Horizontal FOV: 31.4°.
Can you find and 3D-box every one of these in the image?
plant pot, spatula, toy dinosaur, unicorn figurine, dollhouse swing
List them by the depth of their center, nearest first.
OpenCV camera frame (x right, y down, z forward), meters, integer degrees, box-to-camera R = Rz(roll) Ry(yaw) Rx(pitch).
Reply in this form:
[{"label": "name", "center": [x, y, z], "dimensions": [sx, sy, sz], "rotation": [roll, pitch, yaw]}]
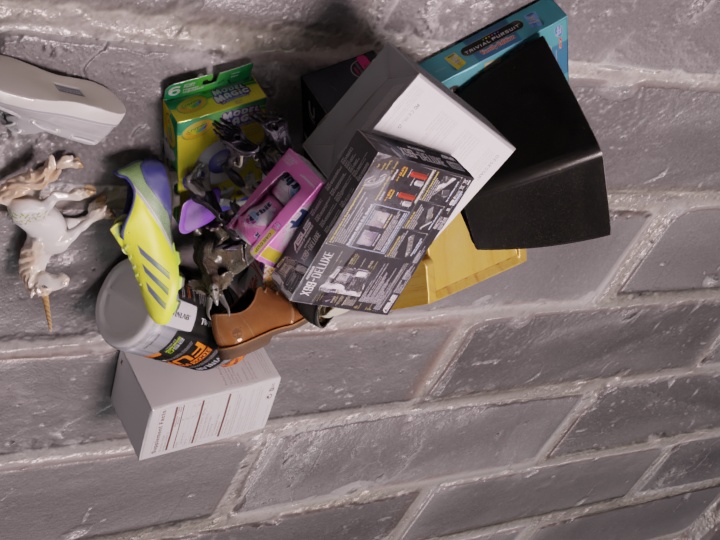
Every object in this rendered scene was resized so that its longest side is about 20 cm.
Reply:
[{"label": "unicorn figurine", "center": [-0.355, -0.049, 1.480], "dimensions": [0.137, 0.074, 0.200], "rotation": [-30, 131, -4]}, {"label": "spatula", "center": [-0.137, -0.085, 1.574], "dimensions": [0.199, 0.021, 0.057], "rotation": [-14, 139, -32]}, {"label": "toy dinosaur", "center": [-0.169, -0.031, 1.628], "dimensions": [0.200, 0.077, 0.103], "rotation": [-50, 136, -53]}, {"label": "plant pot", "center": [0.198, -0.138, 1.643], "dimensions": [0.177, 0.201, 0.200], "rotation": [-22, 148, 2]}, {"label": "dollhouse swing", "center": [0.117, -0.059, 1.865], "dimensions": [0.199, 0.177, 0.181], "rotation": [-23, -174, -34]}]

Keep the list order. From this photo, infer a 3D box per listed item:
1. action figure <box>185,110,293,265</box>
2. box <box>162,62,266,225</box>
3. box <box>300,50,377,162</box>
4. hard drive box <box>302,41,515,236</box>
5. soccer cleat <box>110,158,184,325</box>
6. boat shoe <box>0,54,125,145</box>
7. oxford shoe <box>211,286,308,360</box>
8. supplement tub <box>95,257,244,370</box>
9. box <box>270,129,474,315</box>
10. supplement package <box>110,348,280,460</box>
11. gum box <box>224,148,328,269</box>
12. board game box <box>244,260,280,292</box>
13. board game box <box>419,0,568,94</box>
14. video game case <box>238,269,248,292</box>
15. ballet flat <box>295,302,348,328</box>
[{"label": "action figure", "center": [-0.131, -0.101, 1.487], "dimensions": [0.118, 0.102, 0.200], "rotation": [-24, 148, -26]}, {"label": "box", "center": [-0.172, -0.151, 1.518], "dimensions": [0.117, 0.048, 0.201], "rotation": [-20, 143, -22]}, {"label": "box", "center": [-0.001, -0.150, 1.593], "dimensions": [0.106, 0.122, 0.200], "rotation": [-22, 146, -16]}, {"label": "hard drive box", "center": [0.058, -0.141, 1.474], "dimensions": [0.156, 0.077, 0.200], "rotation": [-48, 137, 11]}, {"label": "soccer cleat", "center": [-0.255, -0.032, 1.507], "dimensions": [0.083, 0.065, 0.201], "rotation": [-9, 108, -27]}, {"label": "boat shoe", "center": [-0.339, -0.172, 1.337], "dimensions": [0.069, 0.072, 0.200], "rotation": [-51, 152, 23]}, {"label": "oxford shoe", "center": [-0.113, 0.047, 1.667], "dimensions": [0.071, 0.072, 0.200], "rotation": [-11, -169, 42]}, {"label": "supplement tub", "center": [-0.234, 0.061, 1.664], "dimensions": [0.123, 0.123, 0.200], "rotation": [-45, 145, 18]}, {"label": "box", "center": [0.014, -0.047, 1.423], "dimensions": [0.157, 0.050, 0.201], "rotation": [9, 120, -44]}, {"label": "supplement package", "center": [-0.233, 0.167, 1.804], "dimensions": [0.199, 0.117, 0.118], "rotation": [-11, 141, -30]}, {"label": "gum box", "center": [-0.055, -0.052, 1.471], "dimensions": [0.114, 0.066, 0.200], "rotation": [-49, 150, 8]}, {"label": "board game box", "center": [-0.058, 0.001, 1.766], "dimensions": [0.199, 0.046, 0.152], "rotation": [-15, 142, -26]}, {"label": "board game box", "center": [0.178, -0.252, 1.685], "dimensions": [0.199, 0.047, 0.151], "rotation": [-28, 147, -8]}, {"label": "video game case", "center": [-0.049, -0.025, 1.805], "dimensions": [0.199, 0.023, 0.182], "rotation": [13, 125, -47]}, {"label": "ballet flat", "center": [0.000, 0.000, 1.616], "dimensions": [0.200, 0.069, 0.068], "rotation": [-46, 147, 22]}]
